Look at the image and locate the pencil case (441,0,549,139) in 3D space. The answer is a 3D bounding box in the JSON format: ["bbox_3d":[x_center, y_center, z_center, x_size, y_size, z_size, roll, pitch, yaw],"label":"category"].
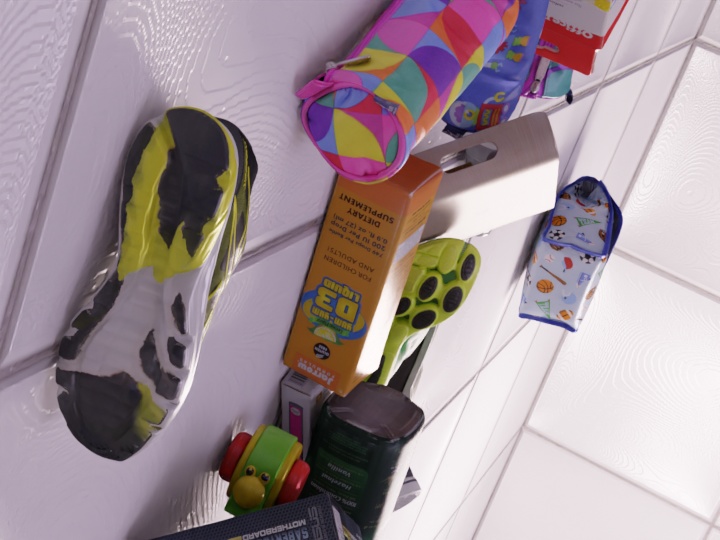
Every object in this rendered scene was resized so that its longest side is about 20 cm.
[{"bbox_3d":[0.102,-0.203,1.068,0.078,0.086,0.201,-100,-163,-45],"label":"pencil case"}]

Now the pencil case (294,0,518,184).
[{"bbox_3d":[0.037,-0.146,0.928,0.200,0.088,0.089,-51,161,-41],"label":"pencil case"}]

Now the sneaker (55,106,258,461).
[{"bbox_3d":[-0.099,0.010,0.727,0.201,0.074,0.085,-68,166,14],"label":"sneaker"}]

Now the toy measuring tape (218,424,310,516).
[{"bbox_3d":[-0.072,0.157,1.113,0.074,0.073,0.200,-65,175,5],"label":"toy measuring tape"}]

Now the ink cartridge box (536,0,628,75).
[{"bbox_3d":[0.170,-0.263,1.127,0.067,0.116,0.200,-58,165,-23],"label":"ink cartridge box"}]

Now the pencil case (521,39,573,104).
[{"bbox_3d":[0.185,-0.255,1.254,0.093,0.084,0.201,-89,-169,-53],"label":"pencil case"}]

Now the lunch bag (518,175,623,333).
[{"bbox_3d":[0.331,-0.032,2.109,0.200,0.123,0.171,-68,175,-51],"label":"lunch bag"}]

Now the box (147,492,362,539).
[{"bbox_3d":[-0.081,0.226,1.030,0.200,0.157,0.051,72,4,-70],"label":"box"}]

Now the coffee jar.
[{"bbox_3d":[-0.015,0.204,1.179,0.104,0.085,0.201,-35,145,-66],"label":"coffee jar"}]

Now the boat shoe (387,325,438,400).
[{"bbox_3d":[0.041,0.073,1.363,0.072,0.060,0.202,-64,172,-56],"label":"boat shoe"}]

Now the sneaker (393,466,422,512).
[{"bbox_3d":[-0.032,0.222,1.351,0.199,0.080,0.078,-10,154,-43],"label":"sneaker"}]

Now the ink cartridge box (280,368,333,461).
[{"bbox_3d":[-0.034,0.137,1.230,0.095,0.037,0.201,-53,155,-38],"label":"ink cartridge box"}]

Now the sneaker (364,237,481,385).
[{"bbox_3d":[0.039,0.035,1.252,0.200,0.074,0.084,-50,-174,31],"label":"sneaker"}]

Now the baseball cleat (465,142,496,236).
[{"bbox_3d":[0.138,-0.086,1.416,0.107,0.069,0.200,-65,165,4],"label":"baseball cleat"}]

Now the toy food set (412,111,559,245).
[{"bbox_3d":[0.096,-0.078,1.182,0.143,0.061,0.200,-19,165,2],"label":"toy food set"}]

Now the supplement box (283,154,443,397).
[{"bbox_3d":[0.000,0.000,1.081,0.069,0.066,0.201,-43,154,-54],"label":"supplement box"}]
